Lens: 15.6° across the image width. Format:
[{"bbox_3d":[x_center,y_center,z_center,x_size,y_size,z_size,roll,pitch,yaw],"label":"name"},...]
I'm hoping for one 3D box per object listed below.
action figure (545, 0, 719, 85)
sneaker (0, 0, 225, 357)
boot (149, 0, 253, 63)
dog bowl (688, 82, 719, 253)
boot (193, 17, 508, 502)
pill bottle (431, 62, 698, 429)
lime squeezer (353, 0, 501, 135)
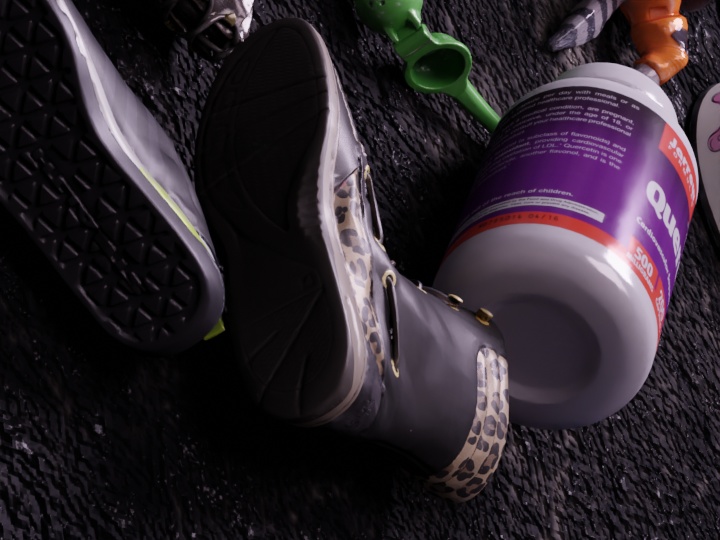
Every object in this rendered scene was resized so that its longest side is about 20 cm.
[{"bbox_3d":[0.163,-0.203,1.545,0.194,0.104,0.201,-76,154,-53],"label":"action figure"},{"bbox_3d":[-0.119,-0.051,1.077,0.201,0.071,0.083,61,12,-9],"label":"sneaker"},{"bbox_3d":[-0.108,-0.155,1.155,0.174,0.069,0.201,47,37,-27],"label":"boot"},{"bbox_3d":[0.289,-0.040,1.621,0.200,0.074,0.201,35,40,-36],"label":"dog bowl"},{"bbox_3d":[0.000,0.000,1.171,0.150,0.073,0.201,37,34,-49],"label":"boot"},{"bbox_3d":[0.106,-0.020,1.310,0.113,0.112,0.200,49,35,-19],"label":"pill bottle"},{"bbox_3d":[0.027,-0.124,1.362,0.200,0.038,0.071,53,2,-12],"label":"lime squeezer"}]
